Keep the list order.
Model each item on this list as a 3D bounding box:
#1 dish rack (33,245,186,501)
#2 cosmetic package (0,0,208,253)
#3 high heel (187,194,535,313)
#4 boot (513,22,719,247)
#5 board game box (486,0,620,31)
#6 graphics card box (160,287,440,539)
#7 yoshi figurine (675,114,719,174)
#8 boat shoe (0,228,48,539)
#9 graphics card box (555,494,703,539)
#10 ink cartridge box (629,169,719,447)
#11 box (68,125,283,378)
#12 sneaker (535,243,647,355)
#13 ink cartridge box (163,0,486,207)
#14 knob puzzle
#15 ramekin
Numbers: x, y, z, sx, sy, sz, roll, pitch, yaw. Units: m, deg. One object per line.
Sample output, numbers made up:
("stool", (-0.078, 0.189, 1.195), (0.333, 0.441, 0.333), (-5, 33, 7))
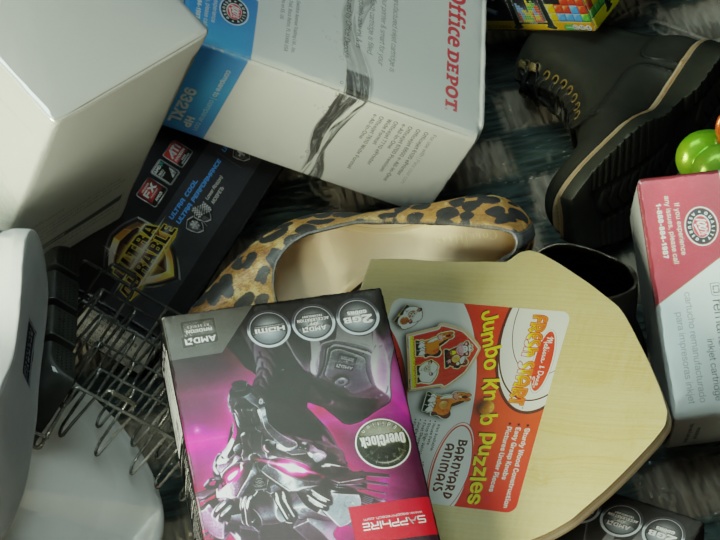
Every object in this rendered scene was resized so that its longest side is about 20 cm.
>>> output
("dish rack", (-0.110, 0.073, 1.553), (0.200, 0.055, 0.153), (30, 26, -20))
("cosmetic package", (-0.216, -0.127, 1.557), (0.123, 0.200, 0.199), (-34, 76, -35))
("high heel", (0.000, 0.000, 1.609), (0.200, 0.071, 0.143), (-19, 7, -18))
("boot", (0.135, -0.093, 1.730), (0.138, 0.077, 0.200), (20, 39, 28))
("board game box", (0.133, -0.241, 1.832), (0.165, 0.057, 0.200), (5, 44, 40))
("graphics card box", (-0.030, 0.111, 1.444), (0.125, 0.051, 0.200), (-7, 59, -9))
("yoshi figurine", (0.281, -0.059, 1.678), (0.200, 0.112, 0.112), (-10, 86, -22))
("boat shoe", (-0.206, 0.062, 1.425), (0.065, 0.074, 0.200), (-4, 43, 8))
("graphics card box", (0.091, 0.202, 1.459), (0.125, 0.051, 0.200), (17, 50, 22))
("ink cartridge box", (0.264, 0.012, 1.564), (0.200, 0.083, 0.146), (-7, 75, 0))
("box", (-0.166, -0.062, 1.692), (0.198, 0.050, 0.200), (33, 54, -2))
("sneaker", (0.066, 0.035, 1.587), (0.200, 0.106, 0.075), (-6, 47, 1))
("ink cartridge box", (-0.028, -0.139, 1.720), (0.200, 0.084, 0.145), (19, 45, -15))
("knob puzzle", (0.076, 0.081, 1.500), (0.220, 0.030, 0.220), (-11, 55, 16))
("ramekin", (-0.214, 0.126, 1.491), (0.202, 0.094, 0.202), (30, 24, -15))
